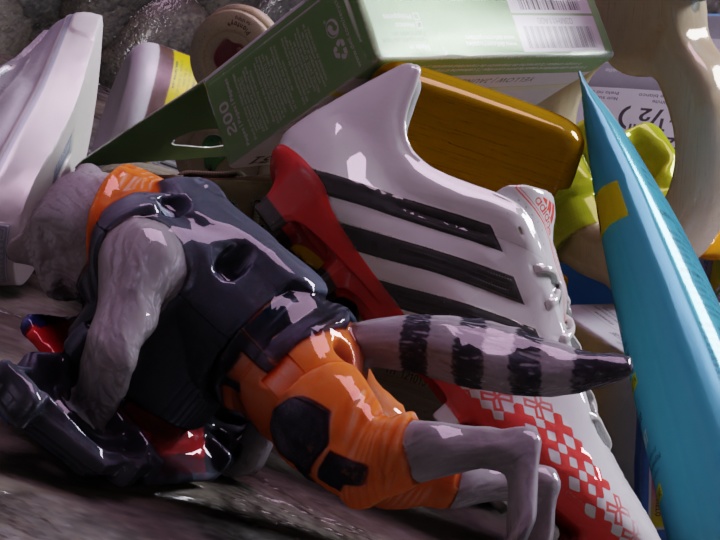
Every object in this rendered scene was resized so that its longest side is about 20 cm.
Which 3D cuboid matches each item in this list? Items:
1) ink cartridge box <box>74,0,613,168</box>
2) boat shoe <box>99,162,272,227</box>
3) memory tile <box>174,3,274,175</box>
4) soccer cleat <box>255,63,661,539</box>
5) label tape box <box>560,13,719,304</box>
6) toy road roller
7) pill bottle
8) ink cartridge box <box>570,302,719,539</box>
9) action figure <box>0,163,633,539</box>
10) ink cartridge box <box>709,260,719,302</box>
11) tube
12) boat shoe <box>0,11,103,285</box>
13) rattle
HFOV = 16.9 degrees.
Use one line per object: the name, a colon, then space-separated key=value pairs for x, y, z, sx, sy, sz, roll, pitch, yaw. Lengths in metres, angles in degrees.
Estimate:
ink cartridge box: x=-0.010 y=-0.069 z=1.049 sx=0.145 sy=0.048 sz=0.200 roll=-6 pitch=-18 yaw=-44
boat shoe: x=-0.061 y=-0.011 z=1.104 sx=0.198 sy=0.076 sz=0.072 roll=1 pitch=5 yaw=25
memory tile: x=-0.007 y=-0.036 z=1.209 sx=0.199 sy=0.154 sz=0.017 roll=19 pitch=20 yaw=19
soccer cleat: x=0.049 y=0.018 z=0.836 sx=0.200 sy=0.085 sz=0.069 roll=49 pitch=-5 yaw=6
label tape box: x=0.109 y=-0.038 z=1.235 sx=0.142 sy=0.201 sz=0.066 roll=4 pitch=-34 yaw=20
toy road roller: x=0.020 y=-0.005 z=0.969 sx=0.122 sy=0.147 sz=0.200 roll=19 pitch=5 yaw=-12
pill bottle: x=-0.064 y=-0.061 z=1.509 sx=0.199 sy=0.110 sz=0.109 roll=19 pitch=4 yaw=-13
ink cartridge box: x=0.190 y=0.059 z=1.022 sx=0.198 sy=0.077 sz=0.136 roll=-3 pitch=10 yaw=-12
action figure: x=-0.020 y=0.026 z=0.756 sx=0.193 sy=0.105 sz=0.200 roll=30 pitch=7 yaw=11
ink cartridge box: x=0.205 y=0.010 z=1.241 sx=0.059 sy=0.201 sz=0.104 roll=18 pitch=4 yaw=-4
tube: x=0.118 y=0.023 z=0.908 sx=0.050 sy=0.201 sz=0.078 roll=-18 pitch=-33 yaw=9
boat shoe: x=-0.160 y=-0.059 z=1.076 sx=0.068 sy=0.072 sz=0.201 roll=11 pitch=38 yaw=1
rattle: x=0.156 y=-0.091 z=1.073 sx=0.142 sy=0.201 sz=0.130 roll=4 pitch=22 yaw=-26
